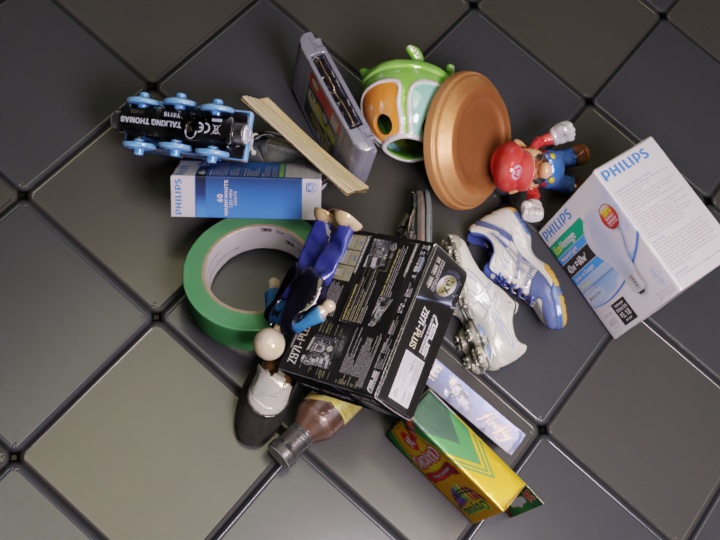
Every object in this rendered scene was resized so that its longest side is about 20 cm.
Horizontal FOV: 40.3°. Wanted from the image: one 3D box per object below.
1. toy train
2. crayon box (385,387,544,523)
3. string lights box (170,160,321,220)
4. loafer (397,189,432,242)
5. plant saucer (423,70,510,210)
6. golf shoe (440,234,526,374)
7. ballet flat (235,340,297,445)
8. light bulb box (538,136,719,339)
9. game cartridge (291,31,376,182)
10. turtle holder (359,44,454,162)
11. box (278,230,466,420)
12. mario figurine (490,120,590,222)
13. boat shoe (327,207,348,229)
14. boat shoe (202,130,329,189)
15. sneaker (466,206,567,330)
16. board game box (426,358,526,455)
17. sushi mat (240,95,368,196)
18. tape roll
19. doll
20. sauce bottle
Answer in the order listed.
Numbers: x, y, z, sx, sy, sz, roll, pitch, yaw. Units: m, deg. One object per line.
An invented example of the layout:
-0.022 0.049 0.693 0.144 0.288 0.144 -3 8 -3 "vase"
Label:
-0.235 -0.191 1.332 0.198 0.114 0.088 7 91 12 "toy train"
0.129 0.252 1.258 0.200 0.127 0.051 44 66 7 "crayon box"
-0.152 -0.111 1.332 0.198 0.103 0.060 1 108 -2 "string lights box"
0.071 -0.022 1.391 0.062 0.072 0.202 1 71 0 "loafer"
0.163 -0.187 1.426 0.037 0.201 0.201 9 55 40 "plant saucer"
0.171 0.042 1.388 0.096 0.078 0.202 -12 81 -20 "golf shoe"
-0.108 0.130 1.284 0.068 0.068 0.201 25 65 -3 "ballet flat"
0.389 -0.043 1.403 0.124 0.198 0.201 -28 76 -24 "light bulb box"
-0.042 -0.224 1.409 0.041 0.133 0.201 -24 74 -14 "game cartridge"
0.078 -0.226 1.451 0.140 0.186 0.133 -9 65 20 "turtle holder"
0.016 0.062 1.210 0.163 0.086 0.202 10 71 39 "box"
0.276 -0.144 1.432 0.199 0.106 0.124 -5 63 -44 "mario figurine"
-0.006 0.003 1.343 0.074 0.075 0.203 -29 67 -2 "boat shoe"
-0.136 -0.169 1.405 0.198 0.060 0.076 11 66 -9 "boat shoe"
0.223 0.008 1.420 0.087 0.075 0.201 -22 66 -12 "sneaker"
0.124 0.159 1.290 0.200 0.136 0.035 41 88 4 "board game box"
-0.075 -0.173 1.347 0.200 0.096 0.012 43 108 6 "sushi mat"
-0.134 0.010 1.303 0.198 0.048 0.202 0 53 1 "tape roll"
-0.074 0.020 1.209 0.048 0.136 0.201 37 73 -38 "doll"
-0.038 0.175 1.284 0.065 0.065 0.200 44 64 7 "sauce bottle"
